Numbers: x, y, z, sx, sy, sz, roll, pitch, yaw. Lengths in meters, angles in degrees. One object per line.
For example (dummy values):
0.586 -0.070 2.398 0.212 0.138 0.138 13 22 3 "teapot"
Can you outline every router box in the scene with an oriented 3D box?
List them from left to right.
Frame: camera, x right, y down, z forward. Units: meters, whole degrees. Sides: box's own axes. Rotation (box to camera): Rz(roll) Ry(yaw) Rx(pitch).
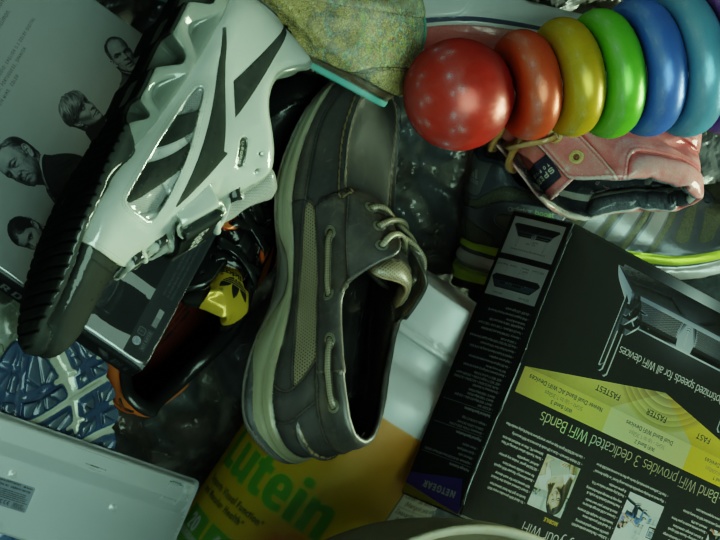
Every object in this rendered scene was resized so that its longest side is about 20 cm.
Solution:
0.134 0.079 1.294 0.200 0.052 0.158 26 83 -36 "router box"

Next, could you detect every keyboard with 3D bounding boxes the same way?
-0.167 0.101 1.204 0.200 0.011 0.056 23 97 -35 "keyboard"

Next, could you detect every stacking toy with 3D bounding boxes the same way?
0.114 -0.099 1.216 0.199 0.085 0.086 -8 111 -19 "stacking toy"

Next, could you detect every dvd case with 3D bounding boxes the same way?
-0.154 -0.065 1.180 0.200 0.025 0.151 35 61 -15 "dvd case"

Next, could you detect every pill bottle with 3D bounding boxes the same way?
-0.006 0.095 1.310 0.111 0.111 0.200 31 95 -27 "pill bottle"

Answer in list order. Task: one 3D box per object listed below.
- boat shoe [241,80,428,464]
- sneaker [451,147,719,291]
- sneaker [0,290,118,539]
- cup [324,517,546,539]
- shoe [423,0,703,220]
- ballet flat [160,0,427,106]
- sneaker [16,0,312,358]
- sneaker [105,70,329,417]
0.000 0.000 1.233 0.074 0.073 0.201 22 74 -53 "boat shoe"
0.144 -0.037 1.346 0.199 0.074 0.081 -9 108 -20 "sneaker"
-0.173 0.037 1.240 0.077 0.085 0.201 -5 101 -31 "sneaker"
0.012 0.204 1.204 0.200 0.143 0.201 -5 102 -26 "cup"
0.085 -0.083 1.274 0.199 0.071 0.091 6 67 -14 "shoe"
-0.060 -0.146 1.208 0.199 0.071 0.071 23 100 -3 "ballet flat"
-0.085 -0.038 1.140 0.088 0.074 0.200 32 77 -18 "sneaker"
-0.065 -0.008 1.262 0.070 0.090 0.200 37 93 -28 "sneaker"
